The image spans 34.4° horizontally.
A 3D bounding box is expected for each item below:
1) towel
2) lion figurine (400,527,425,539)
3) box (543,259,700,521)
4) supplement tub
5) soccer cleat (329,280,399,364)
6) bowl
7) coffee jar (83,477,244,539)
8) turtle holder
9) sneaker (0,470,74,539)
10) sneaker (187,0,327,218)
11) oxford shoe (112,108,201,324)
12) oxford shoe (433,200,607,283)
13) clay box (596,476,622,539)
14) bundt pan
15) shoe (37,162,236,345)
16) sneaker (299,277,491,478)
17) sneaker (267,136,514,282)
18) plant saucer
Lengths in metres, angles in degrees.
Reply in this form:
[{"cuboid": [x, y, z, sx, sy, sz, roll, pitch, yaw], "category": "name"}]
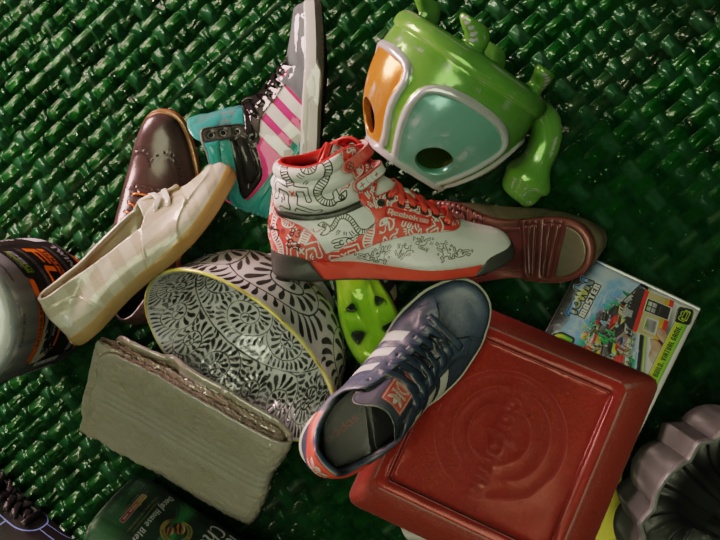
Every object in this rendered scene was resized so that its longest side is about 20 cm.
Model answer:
[{"cuboid": [-0.164, 0.145, 1.065, 0.200, 0.035, 0.133, 29, 131, 6], "category": "towel"}, {"cuboid": [0.070, 0.171, 1.024, 0.122, 0.072, 0.200, -29, 80, 6], "category": "lion figurine"}, {"cuboid": [0.195, 0.099, 0.987, 0.110, 0.035, 0.200, 26, 80, 16], "category": "box"}, {"cuboid": [-0.315, 0.034, 1.025, 0.122, 0.200, 0.123, 1, 95, 10], "category": "supplement tub"}, {"cuboid": [0.000, 0.000, 1.026, 0.067, 0.081, 0.201, -10, 63, 2], "category": "soccer cleat"}, {"cuboid": [-0.082, 0.048, 1.023, 0.200, 0.201, 0.094, 36, 55, 6], "category": "bowl"}, {"cuboid": [-0.146, 0.274, 1.046, 0.199, 0.104, 0.086, 26, 124, 11], "category": "coffee jar"}, {"cuboid": [0.083, -0.136, 0.988, 0.141, 0.185, 0.132, 40, 100, 38], "category": "turtle holder"}, {"cuboid": [-0.354, 0.228, 1.112, 0.199, 0.070, 0.078, 19, 104, 9], "category": "sneaker"}, {"cuboid": [-0.092, -0.143, 1.037, 0.120, 0.084, 0.201, 5, 96, 0], "category": "sneaker"}, {"cuboid": [-0.190, -0.048, 1.062, 0.071, 0.073, 0.201, 6, 95, 10], "category": "oxford shoe"}, {"cuboid": [0.117, -0.025, 1.017, 0.199, 0.075, 0.071, 10, 105, 29], "category": "oxford shoe"}, {"cuboid": [0.173, 0.190, 1.029, 0.114, 0.048, 0.201, 1, 95, 10], "category": "clay box"}, {"cuboid": [0.295, 0.196, 0.964, 0.201, 0.076, 0.203, -7, 110, -18], "category": "bundt pan"}, {"cuboid": [-0.185, -0.024, 0.976, 0.200, 0.070, 0.053, -46, 110, -6], "category": "shoe"}, {"cuboid": [0.033, 0.088, 0.910, 0.075, 0.085, 0.200, 41, 87, -2], "category": "sneaker"}, {"cuboid": [0.025, -0.051, 0.933, 0.200, 0.067, 0.108, -2, 109, -1], "category": "sneaker"}, {"cuboid": [0.115, 0.138, 0.952, 0.199, 0.037, 0.200, 23, 79, 15], "category": "plant saucer"}]
